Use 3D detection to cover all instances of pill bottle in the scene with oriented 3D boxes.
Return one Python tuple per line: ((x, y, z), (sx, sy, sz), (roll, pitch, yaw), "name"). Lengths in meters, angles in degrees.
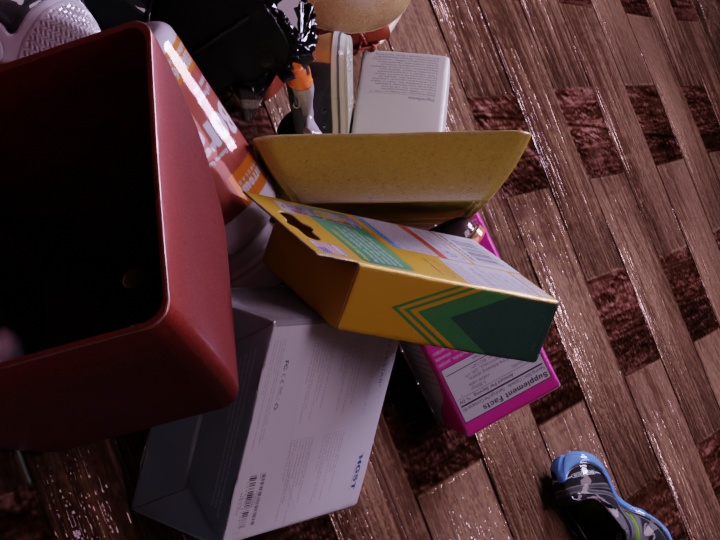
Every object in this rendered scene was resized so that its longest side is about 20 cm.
((-0.131, -0.068, 1.266), (0.200, 0.112, 0.112), (57, 27, -21), "pill bottle")

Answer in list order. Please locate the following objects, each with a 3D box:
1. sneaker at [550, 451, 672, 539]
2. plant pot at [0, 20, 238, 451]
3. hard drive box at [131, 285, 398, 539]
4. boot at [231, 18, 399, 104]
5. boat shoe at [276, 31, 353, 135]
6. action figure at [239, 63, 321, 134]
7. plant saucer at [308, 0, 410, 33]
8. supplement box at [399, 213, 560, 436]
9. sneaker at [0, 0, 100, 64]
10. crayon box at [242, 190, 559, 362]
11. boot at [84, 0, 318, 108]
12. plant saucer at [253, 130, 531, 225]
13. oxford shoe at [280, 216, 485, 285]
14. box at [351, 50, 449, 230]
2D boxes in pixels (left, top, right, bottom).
((0.257, 0.270, 1.824), (0.200, 0.071, 0.083), (46, 37, -29), "sneaker")
((-0.173, 0.005, 1.053), (0.176, 0.200, 0.200), (53, 26, -56), "plant pot")
((-0.059, 0.094, 1.232), (0.200, 0.077, 0.156), (0, 106, -63), "hard drive box")
((-0.035, -0.208, 1.525), (0.200, 0.107, 0.075), (-55, 158, -30), "boot")
((-0.039, -0.111, 1.498), (0.075, 0.062, 0.200), (-84, 175, -54), "boat shoe")
((-0.111, -0.211, 1.402), (0.105, 0.200, 0.194), (-51, 146, -78), "action figure")
((-0.032, -0.292, 1.493), (0.200, 0.035, 0.200), (17, 53, -24), "plant saucer")
((0.082, 0.035, 1.581), (0.200, 0.103, 0.101), (65, -10, -8), "supplement box")
((-0.263, -0.205, 1.174), (0.200, 0.075, 0.114), (29, 29, -38), "sneaker")
((0.020, 0.005, 1.231), (0.200, 0.052, 0.126), (12, 16, -31), "crayon box")
((-0.138, -0.201, 1.303), (0.198, 0.162, 0.073), (54, 30, -24), "boot")
((0.019, -0.065, 1.345), (0.200, 0.200, 0.049), (120, -33, -84), "plant saucer")
((0.000, 0.000, 1.369), (0.073, 0.200, 0.071), (60, 13, -11), "oxford shoe")
((0.031, -0.095, 1.509), (0.068, 0.082, 0.200), (91, 6, -51), "box")
